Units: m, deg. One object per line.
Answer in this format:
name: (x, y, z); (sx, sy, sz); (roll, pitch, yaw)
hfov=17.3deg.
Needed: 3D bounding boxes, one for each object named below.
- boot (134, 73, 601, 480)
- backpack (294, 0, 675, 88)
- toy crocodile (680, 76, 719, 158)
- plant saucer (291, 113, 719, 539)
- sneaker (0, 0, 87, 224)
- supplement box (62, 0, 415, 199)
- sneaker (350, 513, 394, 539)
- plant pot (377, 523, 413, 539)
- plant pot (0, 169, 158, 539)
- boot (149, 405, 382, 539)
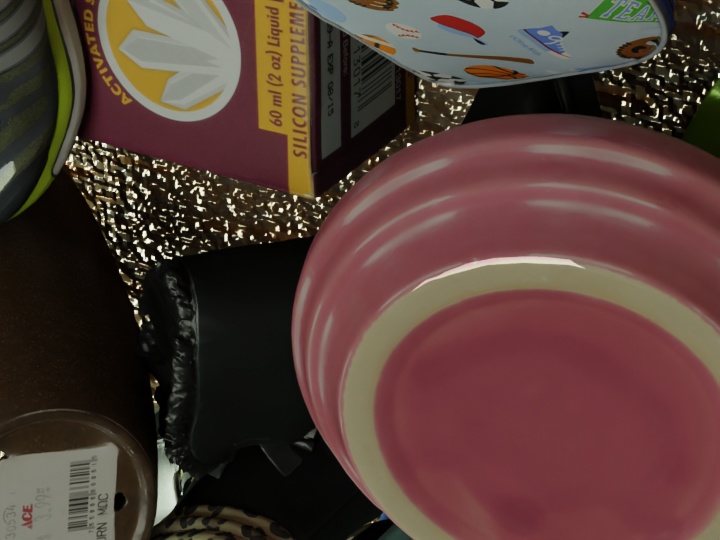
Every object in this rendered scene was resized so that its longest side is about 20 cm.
boot: (0.000, -0.001, 0.892); (0.199, 0.161, 0.074); (100, 157, -51)
backpack: (0.048, -0.151, 0.742); (0.190, 0.199, 0.155); (-13, 64, 41)
toy crocodile: (0.128, 0.005, 0.899); (0.067, 0.062, 0.201); (24, 130, 20)
plant saucer: (0.070, 0.042, 0.823); (0.199, 0.051, 0.202); (7, 128, 9)
sneaker: (-0.150, -0.102, 0.892); (0.073, 0.081, 0.201); (21, 123, 23)
supplement box: (-0.082, -0.114, 0.950); (0.199, 0.086, 0.111); (15, 122, 27)
sneaker: (0.040, 0.204, 1.048); (0.070, 0.078, 0.201); (-18, 103, 38)
plant pot: (0.077, 0.192, 0.928); (0.198, 0.134, 0.202); (1, 102, 5)
plant pot: (-0.159, 0.056, 0.976); (0.200, 0.186, 0.188); (-139, 39, -56)
boot: (-0.070, 0.108, 1.018); (0.202, 0.154, 0.074); (-15, 106, 38)
